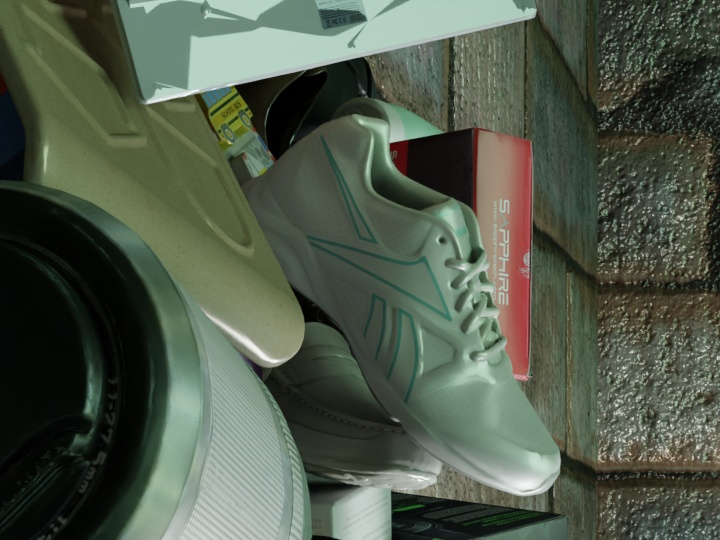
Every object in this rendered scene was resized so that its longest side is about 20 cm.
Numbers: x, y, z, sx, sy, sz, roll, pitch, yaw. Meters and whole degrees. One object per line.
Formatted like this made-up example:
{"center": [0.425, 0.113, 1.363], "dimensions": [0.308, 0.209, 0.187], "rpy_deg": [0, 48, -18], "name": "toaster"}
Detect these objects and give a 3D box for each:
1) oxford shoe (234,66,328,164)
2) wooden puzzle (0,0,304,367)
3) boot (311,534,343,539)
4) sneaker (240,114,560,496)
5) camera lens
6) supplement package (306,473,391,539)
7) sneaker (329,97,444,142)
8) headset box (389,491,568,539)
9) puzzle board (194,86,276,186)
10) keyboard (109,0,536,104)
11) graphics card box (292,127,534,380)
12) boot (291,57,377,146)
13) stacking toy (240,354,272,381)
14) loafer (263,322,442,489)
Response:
{"center": [-0.055, -0.120, 1.126], "dimensions": [0.073, 0.084, 0.201], "rpy_deg": [40, 49, -71], "name": "oxford shoe"}
{"center": [-0.108, -0.067, 0.817], "dimensions": [0.185, 0.046, 0.200], "rpy_deg": [39, 24, -54], "name": "wooden puzzle"}
{"center": [0.012, 0.154, 0.874], "dimensions": [0.203, 0.153, 0.074], "rpy_deg": [23, 74, -44], "name": "boot"}
{"center": [0.030, 0.015, 0.962], "dimensions": [0.200, 0.080, 0.070], "rpy_deg": [50, 19, 6], "name": "sneaker"}
{"center": [-0.108, 0.072, 0.714], "dimensions": [0.200, 0.159, 0.161], "rpy_deg": [58, 33, -65], "name": "camera lens"}
{"center": [-0.053, 0.204, 1.030], "dimensions": [0.121, 0.119, 0.201], "rpy_deg": [-4, 93, -76], "name": "supplement package"}
{"center": [0.015, 0.009, 1.209], "dimensions": [0.118, 0.074, 0.201], "rpy_deg": [12, 97, -49], "name": "sneaker"}
{"center": [0.022, 0.214, 1.136], "dimensions": [0.093, 0.200, 0.175], "rpy_deg": [-6, 97, -47], "name": "headset box"}
{"center": [-0.085, -0.058, 0.974], "dimensions": [0.151, 0.017, 0.200], "rpy_deg": [55, 21, -8], "name": "puzzle board"}
{"center": [-0.011, -0.113, 0.847], "dimensions": [0.200, 0.011, 0.056], "rpy_deg": [-16, 98, -33], "name": "keyboard"}
{"center": [0.000, 0.000, 1.110], "dimensions": [0.051, 0.200, 0.126], "rpy_deg": [9, 79, -46], "name": "graphics card box"}
{"center": [-0.034, -0.086, 1.238], "dimensions": [0.163, 0.073, 0.199], "rpy_deg": [61, 29, -63], "name": "boot"}
{"center": [-0.100, 0.090, 0.938], "dimensions": [0.200, 0.085, 0.086], "rpy_deg": [-72, 157, -44], "name": "stacking toy"}
{"center": [-0.028, 0.060, 1.038], "dimensions": [0.070, 0.200, 0.070], "rpy_deg": [17, 89, -39], "name": "loafer"}
